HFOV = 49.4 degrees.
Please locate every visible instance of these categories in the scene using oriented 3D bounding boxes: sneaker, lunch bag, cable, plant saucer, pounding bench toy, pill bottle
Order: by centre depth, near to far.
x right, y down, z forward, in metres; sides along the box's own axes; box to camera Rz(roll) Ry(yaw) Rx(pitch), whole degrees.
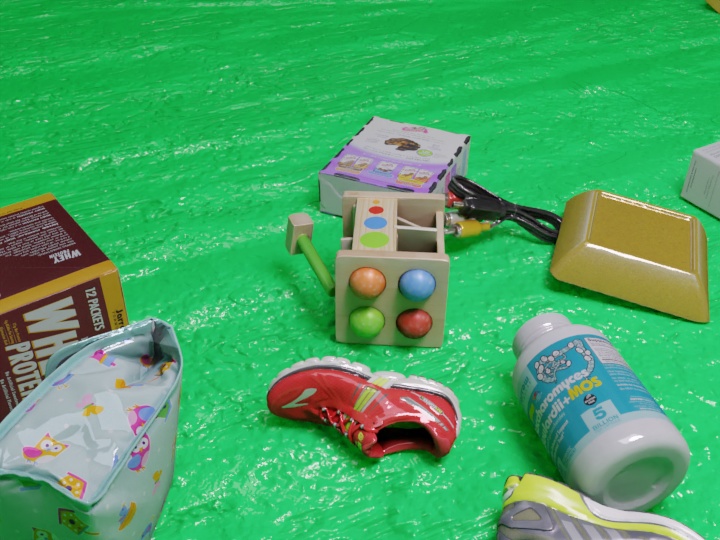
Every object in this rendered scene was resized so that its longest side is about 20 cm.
[{"bbox_3d":[0.204,0.242,0.648,0.199,0.074,0.081,12,47,25],"label":"sneaker"},{"bbox_3d":[-0.216,0.156,0.664,0.121,0.171,0.200,14,37,7],"label":"lunch bag"},{"bbox_3d":[0.217,0.129,0.758,0.110,0.111,0.200,-8,36,-12],"label":"pill bottle"},{"bbox_3d":[0.000,0.142,0.771,0.198,0.077,0.085,5,41,7],"label":"sneaker"},{"bbox_3d":[0.000,0.000,0.921,0.198,0.125,0.156,2,36,3],"label":"pounding bench toy"},{"bbox_3d":[0.361,-0.036,1.019,0.199,0.049,0.200,17,38,11],"label":"plant saucer"},{"bbox_3d":[0.187,-0.077,1.074,0.199,0.050,0.098,8,48,-24],"label":"cable"}]

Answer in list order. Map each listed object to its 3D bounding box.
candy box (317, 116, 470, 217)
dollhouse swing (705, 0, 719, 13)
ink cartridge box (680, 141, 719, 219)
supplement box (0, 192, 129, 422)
[{"bbox_3d":[0.055,-0.146,1.169,0.167,0.072,0.200,15,39,20],"label":"candy box"},{"bbox_3d":[0.981,-0.643,1.895,0.199,0.177,0.181,-27,2,-32],"label":"dollhouse swing"},{"bbox_3d":[0.591,-0.113,1.117,0.144,0.084,0.200,-18,40,-24],"label":"ink cartridge box"},{"bbox_3d":[-0.383,0.041,0.853,0.196,0.134,0.200,-25,42,-30],"label":"supplement box"}]
